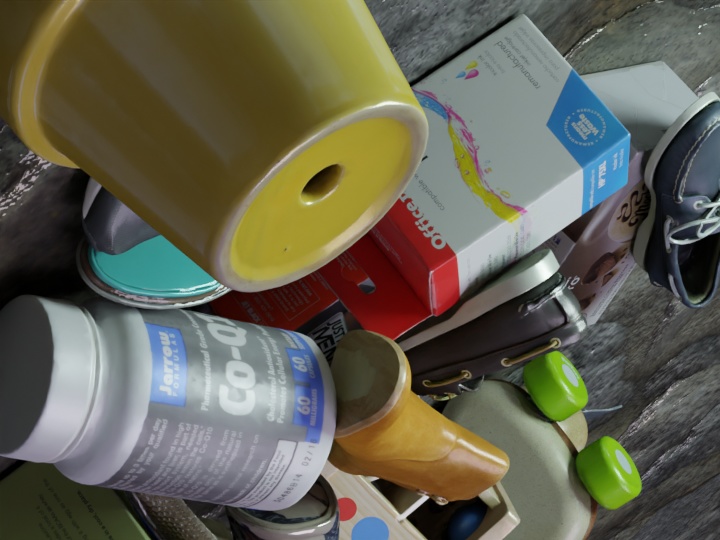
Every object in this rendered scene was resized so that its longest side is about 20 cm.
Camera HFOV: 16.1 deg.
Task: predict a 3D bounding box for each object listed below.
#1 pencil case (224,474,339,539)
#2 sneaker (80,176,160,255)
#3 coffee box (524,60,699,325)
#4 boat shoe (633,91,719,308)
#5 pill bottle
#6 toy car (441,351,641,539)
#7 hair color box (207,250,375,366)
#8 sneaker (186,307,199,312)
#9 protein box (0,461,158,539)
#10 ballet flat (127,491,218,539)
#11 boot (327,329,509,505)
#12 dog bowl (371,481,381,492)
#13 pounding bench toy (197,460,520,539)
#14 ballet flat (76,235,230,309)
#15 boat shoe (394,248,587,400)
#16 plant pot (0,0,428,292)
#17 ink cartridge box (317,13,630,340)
[{"bbox_3d":[-0.059,0.220,1.738,0.089,0.078,0.201,6,126,3],"label":"pencil case"},{"bbox_3d":[-0.069,-0.068,1.442,0.200,0.085,0.075,-38,156,-4],"label":"sneaker"},{"bbox_3d":[0.159,-0.046,1.820,0.113,0.080,0.200,-14,145,-46],"label":"coffee box"},{"bbox_3d":[0.232,-0.044,1.757,0.075,0.062,0.201,-28,151,-24],"label":"boat shoe"},{"bbox_3d":[-0.123,0.077,1.528,0.199,0.114,0.114,12,128,-36],"label":"pill bottle"},{"bbox_3d":[0.150,0.157,2.106,0.164,0.158,0.200,-34,171,20],"label":"toy car"},{"bbox_3d":[0.000,0.000,1.693,0.200,0.061,0.102,-37,157,-9],"label":"hair color box"},{"bbox_3d":[-0.110,0.087,1.673,0.072,0.073,0.200,-34,155,-9],"label":"sneaker"},{"bbox_3d":[-0.202,0.257,1.675,0.200,0.199,0.135,-37,156,-5],"label":"protein box"},{"bbox_3d":[-0.112,0.161,1.656,0.046,0.201,0.067,-33,-179,-1],"label":"ballet flat"},{"bbox_3d":[0.036,0.099,1.617,0.201,0.143,0.071,-22,-131,65],"label":"boot"},{"bbox_3d":[0.004,0.231,1.954,0.200,0.200,0.059,-43,142,8],"label":"dog bowl"},{"bbox_3d":[-0.009,0.183,1.832,0.200,0.156,0.124,-42,-159,6],"label":"pounding bench toy"},{"bbox_3d":[-0.093,-0.012,1.536,0.199,0.068,0.064,-19,168,-37],"label":"ballet flat"},{"bbox_3d":[0.062,0.052,1.653,0.201,0.061,0.072,-29,-174,42],"label":"boat shoe"},{"bbox_3d":[-0.070,-0.100,1.255,0.200,0.189,0.201,-33,156,-17],"label":"plant pot"},{"bbox_3d":[0.059,-0.057,1.610,0.199,0.116,0.067,-35,157,-13],"label":"ink cartridge box"}]
